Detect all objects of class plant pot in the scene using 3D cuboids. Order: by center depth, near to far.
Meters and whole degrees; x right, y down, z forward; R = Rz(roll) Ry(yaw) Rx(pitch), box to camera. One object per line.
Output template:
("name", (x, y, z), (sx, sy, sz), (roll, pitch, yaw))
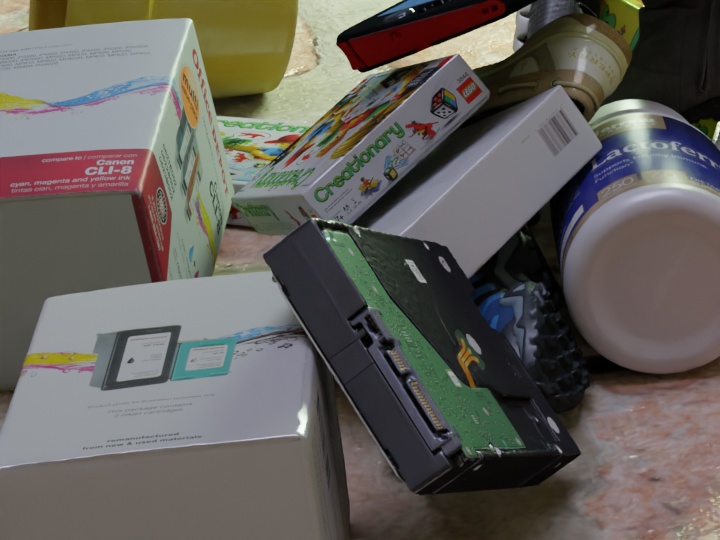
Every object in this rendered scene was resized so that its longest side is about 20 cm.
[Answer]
("plant pot", (-0.155, -0.213, 1.965), (0.188, 0.201, 0.201), (3, 19, -17))

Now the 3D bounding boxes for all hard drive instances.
("hard drive", (0.034, 0.046, 1.240), (0.038, 0.140, 0.200), (-37, -14, 14))

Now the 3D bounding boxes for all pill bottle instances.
("pill bottle", (0.172, -0.028, 1.487), (0.115, 0.116, 0.200), (-6, 22, 2))

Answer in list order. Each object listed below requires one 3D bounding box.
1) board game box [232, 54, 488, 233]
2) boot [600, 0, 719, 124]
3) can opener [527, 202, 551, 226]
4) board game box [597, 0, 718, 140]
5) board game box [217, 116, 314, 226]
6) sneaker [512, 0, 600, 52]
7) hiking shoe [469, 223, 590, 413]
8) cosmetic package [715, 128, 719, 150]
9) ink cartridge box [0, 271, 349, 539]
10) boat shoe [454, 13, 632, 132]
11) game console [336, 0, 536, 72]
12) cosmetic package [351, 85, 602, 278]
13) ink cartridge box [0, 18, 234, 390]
("board game box", (-0.004, -0.074, 1.528), (0.126, 0.035, 0.200), (-43, 10, -11))
("boot", (0.189, -0.152, 1.594), (0.199, 0.132, 0.070), (-15, 20, 13))
("can opener", (0.101, -0.048, 1.641), (0.199, 0.054, 0.067), (-7, 21, 4))
("board game box", (0.191, -0.138, 1.757), (0.047, 0.102, 0.200), (11, 15, -23))
("board game box", (-0.085, -0.072, 1.782), (0.199, 0.035, 0.126), (6, 25, 30))
("sneaker", (0.145, -0.141, 1.728), (0.090, 0.066, 0.201), (10, 69, 37))
("hiking shoe", (0.077, 0.041, 1.433), (0.087, 0.075, 0.200), (-27, 19, 9))
("cosmetic package", (0.295, -0.084, 1.643), (0.103, 0.073, 0.200), (-1, 23, 16))
("ink cartridge box", (-0.084, 0.107, 1.194), (0.145, 0.147, 0.200), (-6, 21, 3))
("boat shoe", (0.093, -0.088, 1.540), (0.201, 0.073, 0.063), (-33, 25, 51))
("game console", (0.096, -0.183, 1.534), (0.200, 0.031, 0.177), (-31, 9, -35))
("cosmetic package", (0.030, -0.019, 1.458), (0.200, 0.052, 0.151), (-43, 14, -32))
("ink cartridge box", (-0.172, -0.044, 1.540), (0.144, 0.146, 0.200), (-4, 36, 10))
